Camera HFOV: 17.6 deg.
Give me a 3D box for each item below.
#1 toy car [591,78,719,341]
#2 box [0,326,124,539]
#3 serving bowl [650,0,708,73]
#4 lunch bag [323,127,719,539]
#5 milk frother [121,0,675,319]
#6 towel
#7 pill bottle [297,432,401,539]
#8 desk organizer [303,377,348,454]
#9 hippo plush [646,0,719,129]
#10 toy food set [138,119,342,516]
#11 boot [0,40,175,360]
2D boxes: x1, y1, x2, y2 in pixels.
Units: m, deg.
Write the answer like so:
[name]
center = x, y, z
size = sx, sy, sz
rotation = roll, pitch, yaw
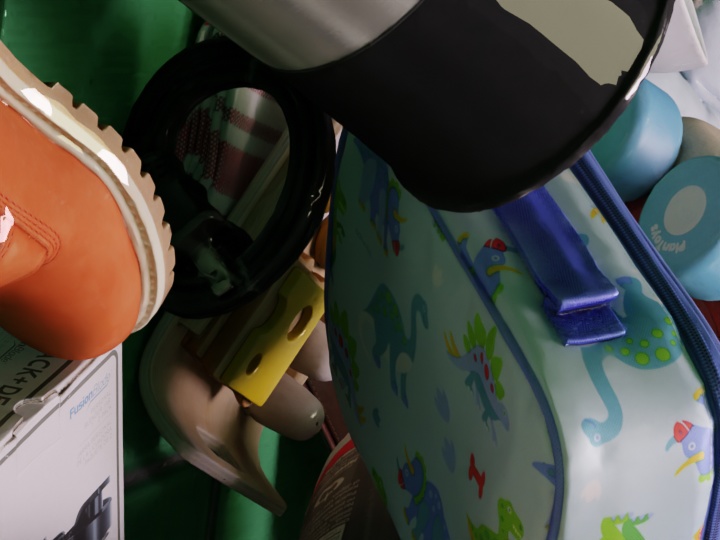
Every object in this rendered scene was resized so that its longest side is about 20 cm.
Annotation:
[toy car]
center = 0.150, 0.042, 1.132
size = 0.184, 0.177, 0.200
rotation = 29, 105, -36
[box]
center = -0.119, 0.122, 0.692
size = 0.117, 0.060, 0.201
rotation = -50, 146, -58
[serving bowl]
center = 0.103, -0.181, 1.091
size = 0.200, 0.066, 0.201
rotation = -18, 90, -78
[lunch bag]
center = 0.054, 0.036, 0.791
size = 0.200, 0.082, 0.161
rotation = -120, -156, -44
[milk frother]
center = -0.046, -0.091, 0.709
size = 0.188, 0.180, 0.200
rotation = 35, 94, -34
[towel]
center = -0.026, -0.111, 0.920
size = 0.146, 0.030, 0.201
rotation = 17, 86, -72
[pill bottle]
center = 0.021, 0.141, 0.885
size = 0.200, 0.110, 0.111
rotation = -72, 165, -64
[desk organizer]
center = 0.054, 0.112, 1.043
size = 0.201, 0.077, 0.072
rotation = 64, 19, 3
[hippo plush]
center = 0.117, -0.091, 1.265
size = 0.160, 0.159, 0.201
rotation = 15, 74, -45
[toy food set]
center = 0.000, 0.000, 0.923
size = 0.200, 0.060, 0.144
rotation = -57, 160, -4
[boot]
center = -0.119, -0.013, 0.595
size = 0.200, 0.075, 0.108
rotation = 53, 51, -51
